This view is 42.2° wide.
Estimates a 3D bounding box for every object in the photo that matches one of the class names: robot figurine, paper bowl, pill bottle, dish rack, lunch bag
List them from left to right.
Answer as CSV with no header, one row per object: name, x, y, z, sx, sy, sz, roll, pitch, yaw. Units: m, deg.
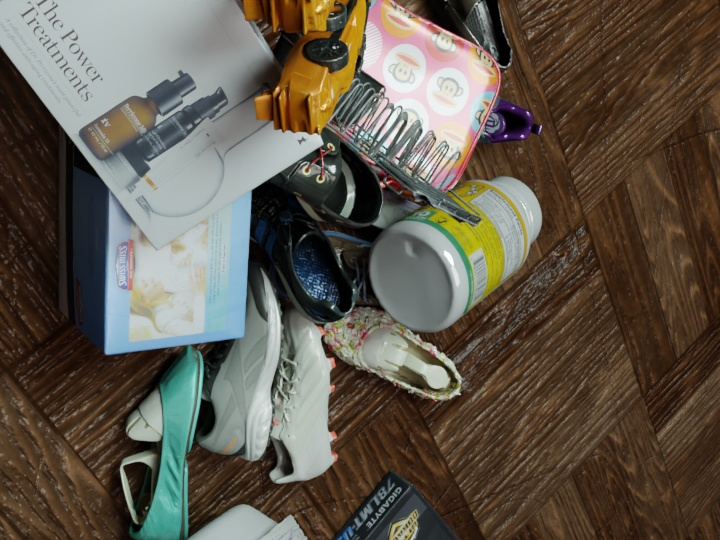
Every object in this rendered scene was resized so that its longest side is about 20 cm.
paper bowl,-0.142,0.310,0.913,0.199,0.201,0.105,-32,81,-24
robot figurine,-0.025,-0.192,0.635,0.202,0.057,0.147,-75,168,-47
lunch bag,0.022,-0.159,0.900,0.198,0.082,0.179,26,87,-14
dish rack,0.021,-0.112,0.758,0.055,0.200,0.153,-54,154,13
pill bottle,0.105,-0.026,0.955,0.199,0.111,0.115,-32,123,-45

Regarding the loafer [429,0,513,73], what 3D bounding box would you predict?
loafer,0.112,-0.290,0.957,0.073,0.071,0.202,-37,113,-20

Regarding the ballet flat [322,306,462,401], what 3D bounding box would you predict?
ballet flat,0.046,0.094,1.045,0.198,0.064,0.077,26,90,-38

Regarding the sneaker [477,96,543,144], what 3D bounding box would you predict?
sneaker,0.102,-0.170,0.987,0.197,0.087,0.076,-3,107,-35

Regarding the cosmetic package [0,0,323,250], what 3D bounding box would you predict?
cosmetic package,-0.139,-0.136,0.652,0.149,0.052,0.201,-32,118,4

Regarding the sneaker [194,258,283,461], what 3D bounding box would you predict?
sneaker,-0.120,0.089,0.919,0.078,0.074,0.204,6,97,-16

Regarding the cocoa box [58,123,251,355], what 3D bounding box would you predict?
cocoa box,-0.177,-0.048,0.795,0.131,0.131,0.204,-5,107,-34

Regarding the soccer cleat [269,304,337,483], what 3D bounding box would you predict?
soccer cleat,-0.069,0.135,0.975,0.076,0.069,0.204,-17,117,-27

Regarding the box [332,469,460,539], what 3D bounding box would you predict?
box,0.033,0.379,1.136,0.200,0.049,0.199,-47,125,-14

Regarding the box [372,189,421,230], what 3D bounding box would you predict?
box,0.010,-0.069,0.982,0.198,0.041,0.039,20,92,-39

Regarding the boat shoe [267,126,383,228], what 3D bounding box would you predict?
boat shoe,-0.043,-0.095,0.784,0.201,0.062,0.075,38,66,-56

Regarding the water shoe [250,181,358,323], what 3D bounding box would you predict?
water shoe,-0.066,-0.043,0.878,0.071,0.079,0.201,-39,99,-23

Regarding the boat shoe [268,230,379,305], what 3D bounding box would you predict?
boat shoe,0.000,0.000,0.975,0.197,0.072,0.074,-3,105,-36

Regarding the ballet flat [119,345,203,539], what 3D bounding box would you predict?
ballet flat,-0.194,0.173,0.897,0.069,0.067,0.204,3,101,-23
